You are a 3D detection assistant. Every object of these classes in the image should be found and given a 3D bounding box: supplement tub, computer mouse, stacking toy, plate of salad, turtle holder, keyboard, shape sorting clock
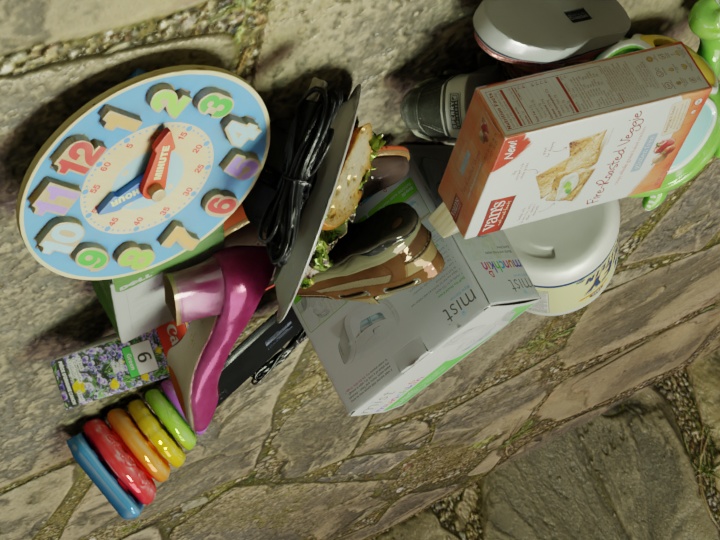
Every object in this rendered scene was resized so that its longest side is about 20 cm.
[{"bbox_3d":[0.199,-0.034,1.915,0.144,0.146,0.200,-29,164,-1],"label":"supplement tub"},{"bbox_3d":[-0.062,-0.081,1.411,0.200,0.052,0.139,-139,-113,-83],"label":"computer mouse"},{"bbox_3d":[-0.202,0.160,1.927,0.200,0.110,0.116,-39,180,-5],"label":"stacking toy"},{"bbox_3d":[-0.025,-0.050,1.457,0.048,0.201,0.200,18,152,-6],"label":"plate of salad"},{"bbox_3d":[0.279,-0.158,1.697,0.185,0.142,0.132,-24,148,14],"label":"turtle holder"},{"bbox_3d":[-0.087,0.068,1.872,0.200,0.021,0.127,-42,161,-13],"label":"keyboard"},{"bbox_3d":[-0.152,-0.066,1.311,0.199,0.039,0.201,-21,143,-17],"label":"shape sorting clock"}]

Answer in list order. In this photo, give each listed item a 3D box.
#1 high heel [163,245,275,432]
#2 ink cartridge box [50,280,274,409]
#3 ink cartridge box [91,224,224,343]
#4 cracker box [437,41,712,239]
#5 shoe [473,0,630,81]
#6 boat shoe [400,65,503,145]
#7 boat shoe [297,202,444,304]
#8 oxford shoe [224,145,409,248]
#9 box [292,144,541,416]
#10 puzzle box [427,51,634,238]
[{"bbox_3d":[-0.113,0.058,1.533,0.095,0.067,0.201,-16,135,-17],"label":"high heel"},{"bbox_3d":[-0.166,0.065,1.640,0.199,0.051,0.109,-18,-177,14],"label":"ink cartridge box"},{"bbox_3d":[-0.168,-0.017,1.494,0.103,0.060,0.200,-26,163,-12],"label":"ink cartridge box"},{"bbox_3d":[0.173,-0.106,1.493,0.199,0.058,0.134,-14,150,-22],"label":"cracker box"},{"bbox_3d":[0.140,-0.180,1.505,0.200,0.072,0.091,-16,155,-51],"label":"shoe"},{"bbox_3d":[0.087,-0.142,1.562,0.063,0.071,0.200,0,-177,20],"label":"boat shoe"},{"bbox_3d":[0.000,0.000,1.637,0.200,0.074,0.076,-15,-144,56],"label":"boat shoe"},{"bbox_3d":[-0.037,-0.045,1.608,0.199,0.073,0.071,-27,164,-7],"label":"oxford shoe"},{"bbox_3d":[0.038,0.010,1.717,0.200,0.177,0.096,-40,160,32],"label":"box"},{"bbox_3d":[0.156,-0.110,1.607,0.200,0.025,0.133,-46,168,33],"label":"puzzle box"}]
